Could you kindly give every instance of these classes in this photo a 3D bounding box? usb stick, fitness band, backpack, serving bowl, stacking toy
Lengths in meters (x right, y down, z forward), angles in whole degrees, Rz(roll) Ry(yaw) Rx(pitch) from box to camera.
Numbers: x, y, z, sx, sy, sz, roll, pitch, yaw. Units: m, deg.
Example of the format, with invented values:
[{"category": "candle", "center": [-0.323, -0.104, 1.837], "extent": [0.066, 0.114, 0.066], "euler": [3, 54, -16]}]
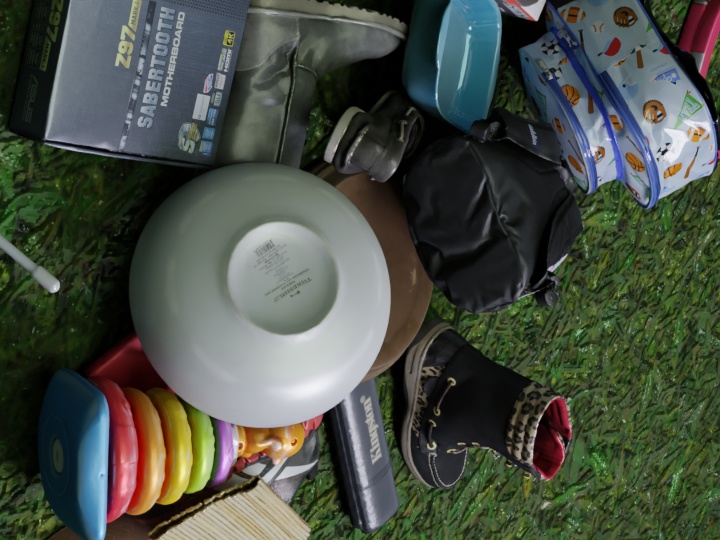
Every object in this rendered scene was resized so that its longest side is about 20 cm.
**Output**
[{"category": "usb stick", "center": [-0.001, 0.147, 1.408], "extent": [0.055, 0.033, 0.200], "euler": [-32, 124, -34]}, {"category": "fitness band", "center": [0.388, -0.218, 1.685], "extent": [0.144, 0.037, 0.200], "euler": [15, 94, -50]}, {"category": "backpack", "center": [0.115, -0.055, 1.347], "extent": [0.200, 0.126, 0.167], "euler": [-29, 104, -65]}, {"category": "backpack", "center": [0.239, -0.154, 1.416], "extent": [0.154, 0.191, 0.200], "euler": [-37, 155, 1]}, {"category": "serving bowl", "center": [-0.065, 0.011, 1.145], "extent": [0.200, 0.066, 0.201], "euler": [4, 77, -18]}, {"category": "stacking toy", "center": [-0.133, 0.129, 1.175], "extent": [0.200, 0.110, 0.116], "euler": [-3, 101, -29]}]

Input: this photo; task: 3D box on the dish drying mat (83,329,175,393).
[{"category": "dish drying mat", "center": [-0.117, 0.037, 1.214], "extent": [0.200, 0.018, 0.077], "euler": [-38, 133, -6]}]

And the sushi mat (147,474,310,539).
[{"category": "sushi mat", "center": [-0.100, 0.210, 1.253], "extent": [0.096, 0.012, 0.200], "euler": [-27, 158, 0]}]

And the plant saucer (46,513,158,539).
[{"category": "plant saucer", "center": [-0.205, 0.291, 1.248], "extent": [0.200, 0.034, 0.201], "euler": [-19, 117, -42]}]

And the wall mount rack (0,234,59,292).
[{"category": "wall mount rack", "center": [-0.298, -0.009, 1.015], "extent": [0.200, 0.074, 0.174], "euler": [-50, 134, -20]}]

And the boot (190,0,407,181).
[{"category": "boot", "center": [-0.052, -0.114, 1.238], "extent": [0.182, 0.073, 0.201], "euler": [2, 96, -33]}]

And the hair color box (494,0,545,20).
[{"category": "hair color box", "center": [0.148, -0.333, 1.375], "extent": [0.101, 0.061, 0.200], "euler": [29, 83, -48]}]

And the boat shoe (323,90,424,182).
[{"category": "boat shoe", "center": [0.022, -0.102, 1.265], "extent": [0.067, 0.057, 0.200], "euler": [-61, 173, 16]}]

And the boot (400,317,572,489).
[{"category": "boot", "center": [0.115, 0.149, 1.431], "extent": [0.073, 0.150, 0.200], "euler": [-36, 139, -37]}]

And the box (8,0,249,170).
[{"category": "box", "center": [-0.156, -0.180, 1.120], "extent": [0.158, 0.051, 0.200], "euler": [7, 99, -46]}]

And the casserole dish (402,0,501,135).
[{"category": "casserole dish", "center": [0.077, -0.182, 1.326], "extent": [0.200, 0.039, 0.121], "euler": [12, 88, -71]}]

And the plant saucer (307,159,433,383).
[{"category": "plant saucer", "center": [0.000, 0.000, 1.336], "extent": [0.200, 0.029, 0.201], "euler": [-6, 98, -47]}]

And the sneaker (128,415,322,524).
[{"category": "sneaker", "center": [-0.105, 0.170, 1.280], "extent": [0.200, 0.071, 0.098], "euler": [-26, 120, -39]}]
